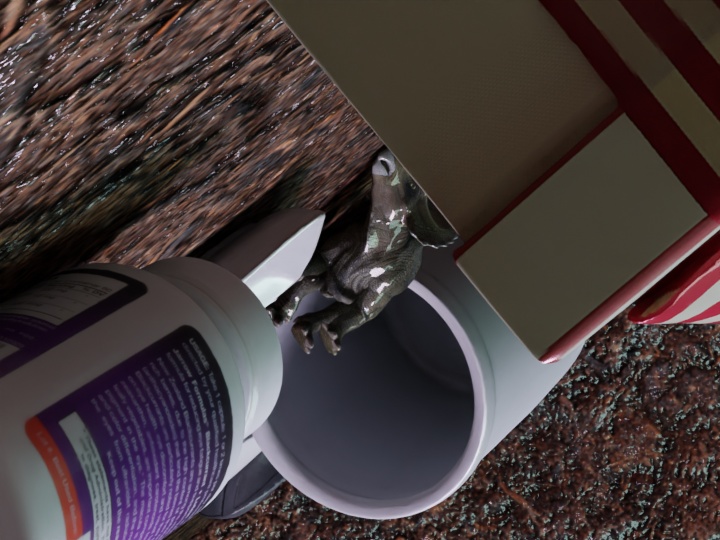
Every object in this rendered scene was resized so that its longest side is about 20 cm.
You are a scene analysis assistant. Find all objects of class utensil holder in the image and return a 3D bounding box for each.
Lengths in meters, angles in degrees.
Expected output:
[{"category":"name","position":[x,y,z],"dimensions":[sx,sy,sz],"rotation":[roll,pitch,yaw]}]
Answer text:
[{"category":"utensil holder","position":[0.039,0.041,1.876],"dimensions":[0.170,0.170,0.200],"rotation":[-42,178,31]}]

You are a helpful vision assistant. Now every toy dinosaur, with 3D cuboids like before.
[{"category":"toy dinosaur","position":[0.000,0.000,1.704],"dimensions":[0.102,0.077,0.200],"rotation":[-30,170,-20]}]

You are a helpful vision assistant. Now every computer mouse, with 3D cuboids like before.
[{"category":"computer mouse","position":[-0.057,0.077,2.045],"dimensions":[0.200,0.046,0.140],"rotation":[-41,-149,-7]}]

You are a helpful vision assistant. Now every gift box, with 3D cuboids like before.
[{"category":"gift box","position":[0.095,-0.106,0.702],"dimensions":[0.185,0.187,0.200],"rotation":[-42,174,38]}]

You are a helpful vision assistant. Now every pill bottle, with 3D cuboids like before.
[{"category":"pill bottle","position":[-0.113,0.062,1.145],"dimensions":[0.111,0.112,0.200],"rotation":[-42,174,34]}]

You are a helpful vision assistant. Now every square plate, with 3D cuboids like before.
[{"category":"square plate","position":[-0.106,0.040,1.529],"dimensions":[0.198,0.028,0.200],"rotation":[-38,175,-10]}]

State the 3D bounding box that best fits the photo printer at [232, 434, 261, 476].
[{"category":"photo printer","position":[-0.133,0.126,1.893],"dimensions":[0.166,0.070,0.200],"rotation":[-41,176,16]}]
